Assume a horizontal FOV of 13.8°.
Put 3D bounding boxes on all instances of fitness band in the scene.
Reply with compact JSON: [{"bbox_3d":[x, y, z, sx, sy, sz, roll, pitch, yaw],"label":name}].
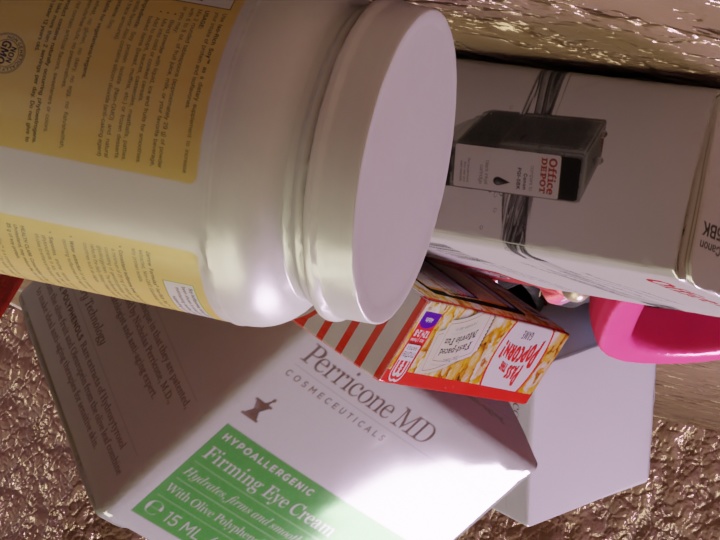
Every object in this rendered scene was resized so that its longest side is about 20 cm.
[{"bbox_3d":[0.186,0.006,1.463,0.143,0.037,0.200,-10,164,-4],"label":"fitness band"}]

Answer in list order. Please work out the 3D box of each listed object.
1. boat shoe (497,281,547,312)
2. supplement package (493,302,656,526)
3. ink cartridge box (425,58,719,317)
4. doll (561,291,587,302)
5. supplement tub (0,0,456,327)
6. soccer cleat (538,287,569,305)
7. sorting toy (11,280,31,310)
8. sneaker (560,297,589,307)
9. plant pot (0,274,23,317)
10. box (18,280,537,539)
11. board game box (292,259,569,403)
[{"bbox_3d":[0.071,-0.013,1.807,0.074,0.063,0.201,14,175,23],"label":"boat shoe"},{"bbox_3d":[0.084,0.068,1.951,0.117,0.117,0.200,-16,-152,-39],"label":"supplement package"},{"bbox_3d":[0.102,-0.035,1.313,0.200,0.083,0.147,10,175,37],"label":"ink cartridge box"},{"bbox_3d":[0.067,-0.035,1.507,0.136,0.048,0.200,47,152,-22],"label":"doll"},{"bbox_3d":[-0.076,-0.058,1.153,0.200,0.146,0.145,12,175,16],"label":"supplement tub"},{"bbox_3d":[0.131,-0.013,1.562,0.200,0.073,0.068,9,174,43],"label":"soccer cleat"},{"bbox_3d":[-0.257,-0.070,1.853,0.200,0.107,0.180,25,163,18],"label":"sorting toy"},{"bbox_3d":[0.164,-0.003,1.665,0.079,0.075,0.200,2,-169,-16],"label":"sneaker"},{"bbox_3d":[-0.232,-0.060,1.361,0.200,0.176,0.200,14,175,-20],"label":"plant pot"},{"bbox_3d":[-0.047,0.060,1.652,0.199,0.171,0.200,36,-163,-39],"label":"box"},{"bbox_3d":[0.000,0.000,1.427,0.151,0.046,0.200,35,-172,22],"label":"board game box"}]
